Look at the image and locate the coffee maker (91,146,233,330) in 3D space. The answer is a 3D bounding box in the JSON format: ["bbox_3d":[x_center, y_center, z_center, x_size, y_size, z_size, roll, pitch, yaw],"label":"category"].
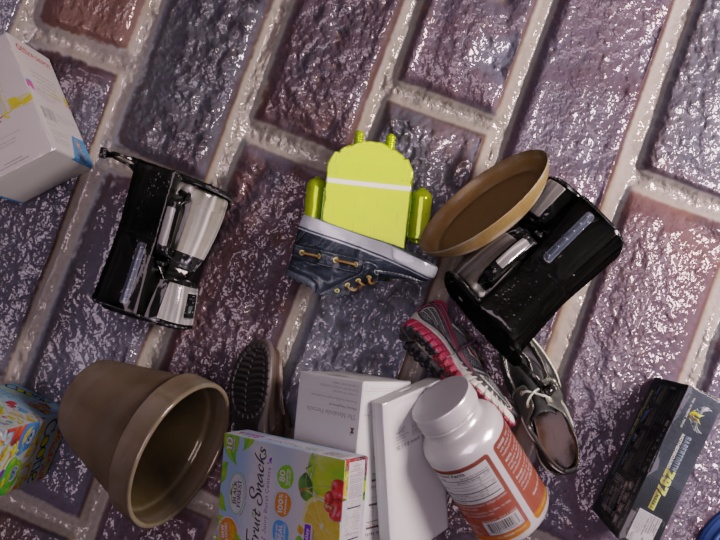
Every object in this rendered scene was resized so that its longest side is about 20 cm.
[{"bbox_3d":[-0.289,-0.038,1.158,0.189,0.134,0.204,18,87,29],"label":"coffee maker"}]

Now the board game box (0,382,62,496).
[{"bbox_3d":[-0.481,0.224,1.111,0.103,0.200,0.105,23,89,5],"label":"board game box"}]

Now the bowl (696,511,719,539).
[{"bbox_3d":[0.532,0.401,1.090,0.196,0.039,0.206,0,87,6],"label":"bowl"}]

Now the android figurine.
[{"bbox_3d":[0.009,-0.090,1.164,0.178,0.041,0.205,5,90,6],"label":"android figurine"}]

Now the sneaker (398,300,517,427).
[{"bbox_3d":[0.143,0.127,1.125,0.075,0.081,0.201,-41,92,-29],"label":"sneaker"}]

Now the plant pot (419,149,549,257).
[{"bbox_3d":[0.162,-0.081,1.081,0.199,0.200,0.028,-40,106,2],"label":"plant pot"}]

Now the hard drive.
[{"bbox_3d":[0.066,0.253,1.084,0.026,0.131,0.205,2,99,39],"label":"hard drive"}]

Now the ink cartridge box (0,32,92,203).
[{"bbox_3d":[-0.486,-0.219,1.173,0.123,0.129,0.203,-25,84,3],"label":"ink cartridge box"}]

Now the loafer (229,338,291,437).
[{"bbox_3d":[-0.134,0.196,1.153,0.072,0.070,0.205,2,87,33],"label":"loafer"}]

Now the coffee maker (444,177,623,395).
[{"bbox_3d":[0.237,0.014,1.083,0.199,0.135,0.193,-41,100,-6],"label":"coffee maker"}]

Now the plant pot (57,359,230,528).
[{"bbox_3d":[-0.299,0.208,1.114,0.171,0.200,0.204,22,89,22],"label":"plant pot"}]

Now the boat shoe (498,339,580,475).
[{"bbox_3d":[0.239,0.172,1.117,0.070,0.068,0.204,-21,82,5],"label":"boat shoe"}]

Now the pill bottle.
[{"bbox_3d":[0.149,0.238,1.067,0.111,0.112,0.202,-32,107,2],"label":"pill bottle"}]

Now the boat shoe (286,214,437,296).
[{"bbox_3d":[0.000,0.000,1.116,0.196,0.071,0.093,20,94,12],"label":"boat shoe"}]

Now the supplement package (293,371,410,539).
[{"bbox_3d":[-0.015,0.239,1.094,0.112,0.109,0.205,3,86,38],"label":"supplement package"}]

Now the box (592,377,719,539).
[{"bbox_3d":[0.367,0.238,1.055,0.050,0.158,0.203,26,88,5],"label":"box"}]

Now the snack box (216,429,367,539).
[{"bbox_3d":[-0.088,0.286,1.040,0.197,0.053,0.146,4,88,36],"label":"snack box"}]
